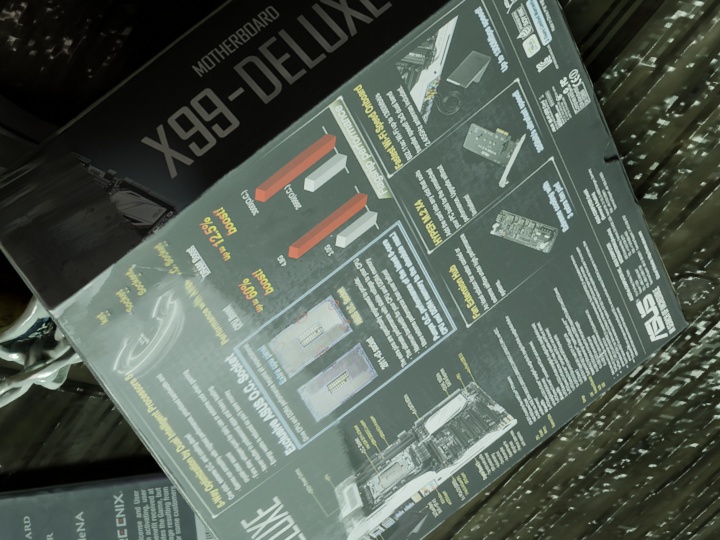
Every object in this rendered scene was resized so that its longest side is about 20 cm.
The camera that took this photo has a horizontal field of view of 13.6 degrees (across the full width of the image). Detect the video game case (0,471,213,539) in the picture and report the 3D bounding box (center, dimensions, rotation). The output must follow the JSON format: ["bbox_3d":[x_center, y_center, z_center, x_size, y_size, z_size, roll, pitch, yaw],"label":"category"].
[{"bbox_3d":[-0.125,0.149,1.044,0.199,0.144,0.019,-7,175,5],"label":"video game case"}]

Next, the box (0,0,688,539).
[{"bbox_3d":[0.000,0.000,0.847,0.157,0.050,0.200,-38,144,-5],"label":"box"}]

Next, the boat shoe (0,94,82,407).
[{"bbox_3d":[-0.097,0.002,0.868,0.074,0.087,0.202,-26,140,30],"label":"boat shoe"}]
